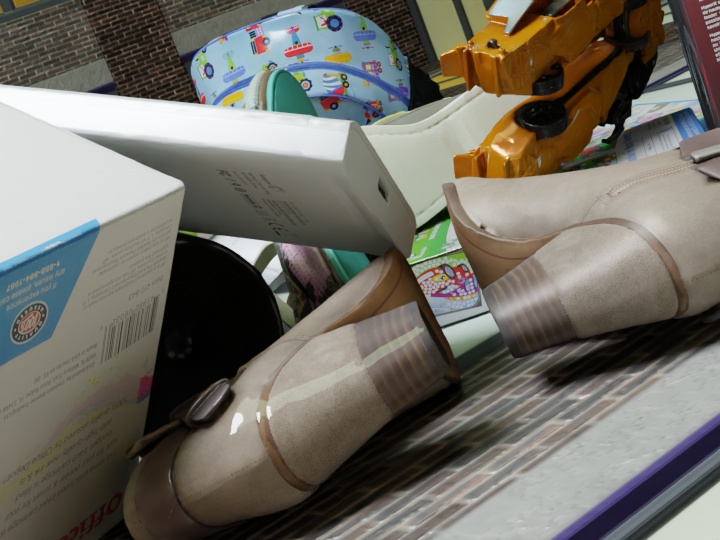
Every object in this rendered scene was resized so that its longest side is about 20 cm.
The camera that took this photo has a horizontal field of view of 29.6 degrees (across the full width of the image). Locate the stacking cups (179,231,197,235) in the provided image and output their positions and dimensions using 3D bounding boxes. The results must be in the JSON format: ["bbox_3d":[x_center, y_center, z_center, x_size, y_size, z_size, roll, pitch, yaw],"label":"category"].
[{"bbox_3d":[-0.140,-0.008,0.903,0.200,0.060,0.061,-62,-1,16],"label":"stacking cups"}]

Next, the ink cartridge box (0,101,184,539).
[{"bbox_3d":[-0.172,0.047,0.571,0.125,0.201,0.128,24,28,19],"label":"ink cartridge box"}]

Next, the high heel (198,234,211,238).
[{"bbox_3d":[-0.175,-0.022,1.287,0.142,0.072,0.200,-14,20,8],"label":"high heel"}]

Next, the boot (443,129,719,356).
[{"bbox_3d":[0.120,-0.026,0.631,0.146,0.070,0.200,-27,23,5],"label":"boot"}]

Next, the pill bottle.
[{"bbox_3d":[-0.117,0.032,0.772,0.112,0.112,0.200,-24,10,-14],"label":"pill bottle"}]

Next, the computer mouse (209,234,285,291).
[{"bbox_3d":[-0.101,0.000,0.932,0.200,0.044,0.110,-28,23,50],"label":"computer mouse"}]

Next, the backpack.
[{"bbox_3d":[-0.037,-0.122,1.115,0.182,0.135,0.200,-14,-25,22],"label":"backpack"}]

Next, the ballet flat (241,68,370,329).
[{"bbox_3d":[-0.039,-0.025,0.759,0.071,0.200,0.069,-38,-35,22],"label":"ballet flat"}]

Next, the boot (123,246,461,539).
[{"bbox_3d":[-0.031,0.056,0.605,0.146,0.070,0.200,-30,1,5],"label":"boot"}]

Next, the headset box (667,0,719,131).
[{"bbox_3d":[0.213,-0.146,0.756,0.077,0.201,0.149,-19,11,13],"label":"headset box"}]

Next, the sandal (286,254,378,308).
[{"bbox_3d":[0.000,0.000,0.887,0.081,0.055,0.200,-25,23,15],"label":"sandal"}]

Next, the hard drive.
[{"bbox_3d":[-0.084,-0.046,0.646,0.199,0.026,0.132,8,-15,17],"label":"hard drive"}]

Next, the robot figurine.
[{"bbox_3d":[0.126,-0.136,0.829,0.058,0.145,0.200,17,43,32],"label":"robot figurine"}]

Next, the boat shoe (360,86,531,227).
[{"bbox_3d":[0.029,-0.064,0.861,0.201,0.072,0.060,-27,1,-23],"label":"boat shoe"}]

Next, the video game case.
[{"bbox_3d":[0.205,-0.102,1.072,0.143,0.018,0.200,-25,10,-12],"label":"video game case"}]

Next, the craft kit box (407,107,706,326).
[{"bbox_3d":[0.119,-0.034,0.824,0.197,0.049,0.200,-17,11,14],"label":"craft kit box"}]
